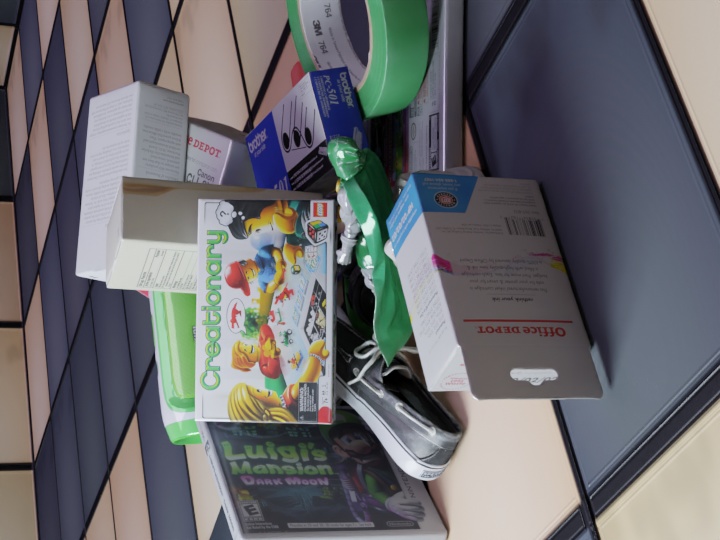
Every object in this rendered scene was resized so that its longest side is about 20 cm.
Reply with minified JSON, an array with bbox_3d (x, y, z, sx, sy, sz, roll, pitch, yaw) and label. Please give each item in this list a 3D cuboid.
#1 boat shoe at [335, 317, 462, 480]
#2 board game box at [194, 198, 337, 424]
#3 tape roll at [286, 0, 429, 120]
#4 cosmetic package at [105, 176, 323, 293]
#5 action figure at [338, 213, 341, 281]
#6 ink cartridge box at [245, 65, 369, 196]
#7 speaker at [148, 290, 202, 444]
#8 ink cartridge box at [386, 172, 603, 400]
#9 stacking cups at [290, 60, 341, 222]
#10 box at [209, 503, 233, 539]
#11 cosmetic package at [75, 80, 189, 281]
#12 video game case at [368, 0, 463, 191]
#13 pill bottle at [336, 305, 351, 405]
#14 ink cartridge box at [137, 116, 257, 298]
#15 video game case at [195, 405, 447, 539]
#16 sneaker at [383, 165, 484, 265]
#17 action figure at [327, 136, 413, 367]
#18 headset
[{"bbox_3d":[0.019,0.098,1.283,0.200,0.073,0.068,52,129,32],"label":"boat shoe"},{"bbox_3d":[-0.084,0.036,1.267,0.035,0.125,0.202,14,-104,-84],"label":"board game box"},{"bbox_3d":[-0.006,-0.243,1.322,0.200,0.048,0.202,43,142,47],"label":"tape roll"},{"bbox_3d":[-0.140,-0.029,1.352,0.105,0.198,0.072,125,145,-56],"label":"cosmetic package"},{"bbox_3d":[-0.042,0.003,1.524,0.200,0.051,0.066,125,137,-57],"label":"action figure"},{"bbox_3d":[-0.055,-0.121,1.383,0.200,0.044,0.095,-30,73,65],"label":"ink cartridge box"},{"bbox_3d":[-0.166,0.070,1.418,0.088,0.088,0.202,145,119,-63],"label":"speaker"},{"bbox_3d":[0.100,0.026,1.077,0.068,0.114,0.202,120,145,-49],"label":"ink cartridge box"},{"bbox_3d":[-0.048,-0.146,1.526,0.061,0.060,0.201,117,147,-47],"label":"stacking cups"},{"bbox_3d":[-0.062,0.242,1.429,0.079,0.140,0.201,-109,30,-42],"label":"box"},{"bbox_3d":[-0.246,-0.092,1.518,0.101,0.071,0.202,-8,75,47],"label":"cosmetic package"},{"bbox_3d":[0.051,-0.174,1.338,0.182,0.023,0.202,177,93,-68],"label":"video game case"},{"bbox_3d":[-0.066,0.104,1.440,0.200,0.112,0.114,111,153,-64],"label":"pill bottle"},{"bbox_3d":[-0.175,-0.059,1.548,0.145,0.083,0.202,26,101,48],"label":"ink cartridge box"},{"bbox_3d":[-0.039,0.188,1.296,0.182,0.198,0.024,-118,38,-51],"label":"video game case"},{"bbox_3d":[0.068,0.001,1.177,0.078,0.098,0.202,120,145,-49],"label":"sneaker"},{"bbox_3d":[0.010,-0.032,1.222,0.119,0.054,0.201,-65,-34,-48],"label":"action figure"},{"bbox_3d":[0.000,0.000,1.355,0.124,0.093,0.201,-113,23,-46],"label":"headset"}]
